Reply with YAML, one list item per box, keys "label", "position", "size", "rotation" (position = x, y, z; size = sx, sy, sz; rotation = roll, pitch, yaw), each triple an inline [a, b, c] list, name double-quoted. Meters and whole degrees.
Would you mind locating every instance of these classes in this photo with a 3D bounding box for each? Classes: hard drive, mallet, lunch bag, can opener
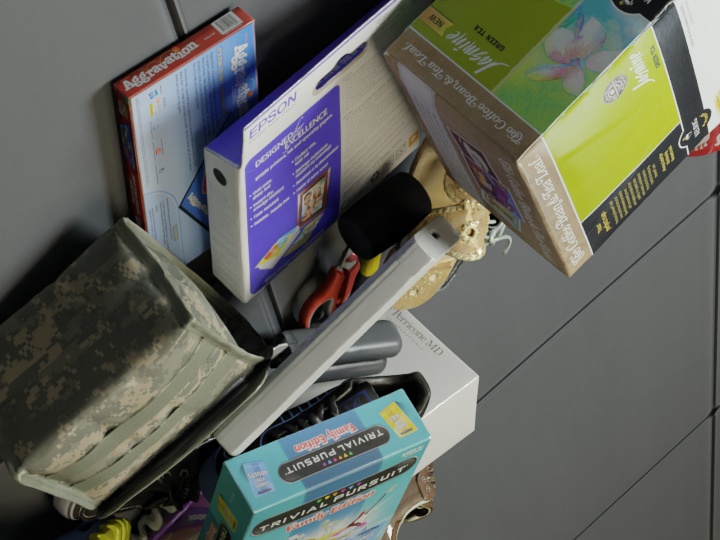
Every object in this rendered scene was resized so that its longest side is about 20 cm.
- label: "hard drive"
  position: [-0.015, 0.044, 1.536]
  size: [0.200, 0.026, 0.132]
  rotation: [-44, 179, 13]
- label: "mallet"
  position: [0.000, 0.000, 1.617]
  size: [0.066, 0.041, 0.200]
  rotation: [-35, 164, -30]
- label: "lunch bag"
  position: [-0.156, 0.078, 1.477]
  size: [0.164, 0.118, 0.200]
  rotation: [-40, 155, 5]
- label: "can opener"
  position: [-0.048, 0.084, 1.689]
  size: [0.199, 0.067, 0.053]
  rotation: [-6, 149, -38]

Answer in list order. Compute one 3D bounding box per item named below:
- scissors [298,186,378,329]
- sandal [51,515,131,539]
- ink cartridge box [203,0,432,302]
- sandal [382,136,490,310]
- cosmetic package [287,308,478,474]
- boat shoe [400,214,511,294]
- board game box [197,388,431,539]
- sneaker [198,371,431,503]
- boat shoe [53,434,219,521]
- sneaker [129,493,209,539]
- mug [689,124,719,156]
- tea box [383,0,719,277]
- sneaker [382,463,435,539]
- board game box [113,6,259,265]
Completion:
- label: "scissors"
  position: [-0.015, -0.002, 1.653]
  size: [0.073, 0.014, 0.200]
  rotation: [-30, 161, -14]
- label: "sandal"
  position: [-0.233, 0.224, 1.614]
  size: [0.200, 0.087, 0.080]
  rotation: [-24, 126, -72]
- label: "ink cartridge box"
  position: [-0.027, -0.102, 1.480]
  size: [0.198, 0.043, 0.200]
  rotation: [-43, 158, -27]
- label: "sandal"
  position: [0.072, -0.028, 1.641]
  size: [0.077, 0.070, 0.212]
  rotation: [-10, 143, -26]
- label: "cosmetic package"
  position: [-0.009, 0.131, 1.781]
  size: [0.200, 0.108, 0.085]
  rotation: [-37, 151, -24]
- label: "boat shoe"
  position: [0.093, -0.053, 1.732]
  size: [0.075, 0.062, 0.200]
  rotation: [-16, 140, -50]
- label: "board game box"
  position: [-0.043, 0.181, 1.596]
  size: [0.151, 0.047, 0.200]
  rotation: [-21, 154, -26]
- label: "sneaker"
  position: [-0.032, 0.124, 1.648]
  size: [0.200, 0.070, 0.078]
  rotation: [-21, 158, -39]
- label: "boat shoe"
  position: [-0.140, 0.150, 1.657]
  size: [0.200, 0.066, 0.070]
  rotation: [-22, 144, -41]
- label: "sneaker"
  position: [-0.160, 0.254, 1.745]
  size: [0.200, 0.088, 0.080]
  rotation: [-51, 154, 9]
- label: "mug"
  position: [0.285, -0.199, 1.749]
  size: [0.177, 0.133, 0.200]
  rotation: [-39, 155, -13]
- label: "tea box"
  position: [0.146, -0.135, 1.477]
  size: [0.197, 0.134, 0.200]
  rotation: [-46, 154, -7]
- label: "sneaker"
  position: [0.031, 0.178, 1.856]
  size: [0.070, 0.075, 0.200]
  rotation: [-51, -170, 50]
- label: "board game box"
  position: [-0.111, -0.080, 1.445]
  size: [0.103, 0.019, 0.200]
  rotation: [-34, 151, -22]
